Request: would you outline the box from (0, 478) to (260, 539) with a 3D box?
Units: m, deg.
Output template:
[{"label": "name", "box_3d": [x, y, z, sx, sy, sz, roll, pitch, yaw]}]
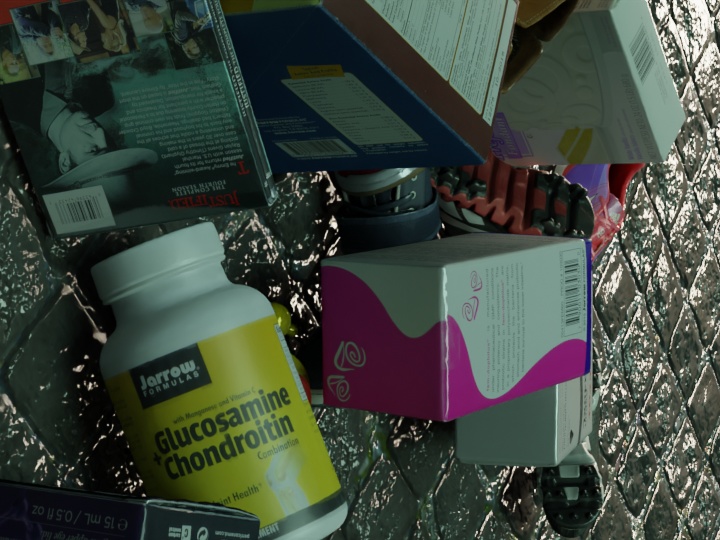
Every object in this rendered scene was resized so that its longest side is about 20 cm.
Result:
[{"label": "box", "box_3d": [-0.153, 0.222, 0.922, 0.104, 0.147, 0.201, 21, 73, -54]}]

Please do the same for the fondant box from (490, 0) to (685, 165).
[{"label": "fondant box", "box_3d": [0.133, -0.152, 1.293, 0.058, 0.199, 0.145, -57, 135, -35]}]

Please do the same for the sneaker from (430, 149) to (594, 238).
[{"label": "sneaker", "box_3d": [0.082, -0.060, 1.316, 0.200, 0.098, 0.071, 27, 55, -20]}]

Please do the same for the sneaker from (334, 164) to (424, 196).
[{"label": "sneaker", "box_3d": [0.000, -0.132, 1.165, 0.200, 0.071, 0.113, -96, 167, -65]}]

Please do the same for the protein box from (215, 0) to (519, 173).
[{"label": "protein box", "box_3d": [-0.039, -0.163, 1.038, 0.200, 0.198, 0.136, 37, 60, -50]}]

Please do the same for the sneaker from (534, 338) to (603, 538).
[{"label": "sneaker", "box_3d": [0.181, 0.148, 1.495, 0.091, 0.066, 0.201, 84, 6, -61]}]

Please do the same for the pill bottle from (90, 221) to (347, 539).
[{"label": "pill bottle", "box_3d": [-0.091, 0.078, 1.018, 0.112, 0.112, 0.201, -20, 88, -54]}]

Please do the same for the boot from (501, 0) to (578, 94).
[{"label": "boot", "box_3d": [0.095, -0.239, 1.188, 0.200, 0.155, 0.077, -55, 150, 14]}]

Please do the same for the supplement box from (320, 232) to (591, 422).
[{"label": "supplement box", "box_3d": [0.069, 0.033, 1.150, 0.200, 0.103, 0.102, -10, 101, -56]}]

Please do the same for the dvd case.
[{"label": "dvd case", "box_3d": [-0.140, -0.118, 0.941, 0.022, 0.145, 0.201, -61, 138, -60]}]

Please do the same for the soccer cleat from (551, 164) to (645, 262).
[{"label": "soccer cleat", "box_3d": [0.195, -0.035, 1.499, 0.068, 0.073, 0.201, 55, 48, -41]}]

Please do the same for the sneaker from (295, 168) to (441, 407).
[{"label": "sneaker", "box_3d": [-0.001, 0.000, 1.199, 0.202, 0.077, 0.147, -41, 129, -53]}]

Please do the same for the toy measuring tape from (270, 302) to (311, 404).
[{"label": "toy measuring tape", "box_3d": [-0.078, 0.120, 1.110, 0.073, 0.073, 0.201, 24, 80, -53]}]

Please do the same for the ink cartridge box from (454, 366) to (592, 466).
[{"label": "ink cartridge box", "box_3d": [0.136, 0.071, 1.353, 0.200, 0.083, 0.146, -9, 100, -74]}]
